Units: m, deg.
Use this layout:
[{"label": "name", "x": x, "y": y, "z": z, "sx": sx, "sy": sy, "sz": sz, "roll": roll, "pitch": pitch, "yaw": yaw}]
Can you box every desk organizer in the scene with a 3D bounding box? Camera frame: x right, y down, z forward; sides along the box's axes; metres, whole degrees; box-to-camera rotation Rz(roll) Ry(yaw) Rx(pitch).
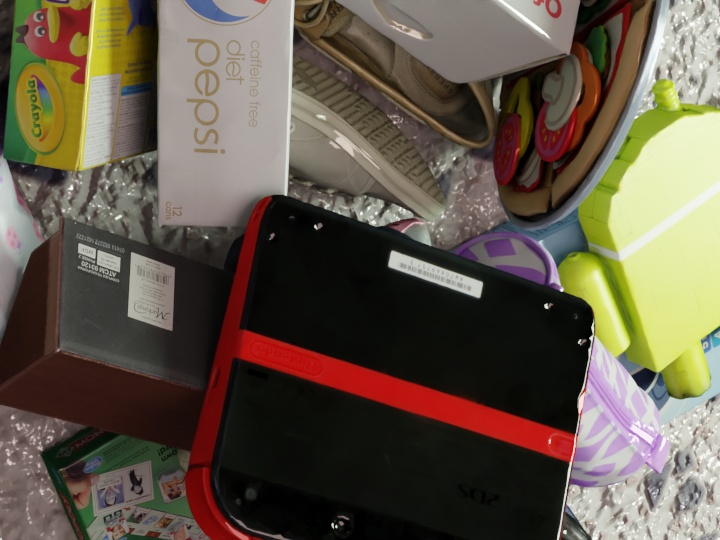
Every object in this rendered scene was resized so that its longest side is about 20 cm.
[{"label": "desk organizer", "x": -0.089, "y": 0.046, "z": 0.942, "sx": 0.199, "sy": 0.077, "sz": 0.072, "roll": 19, "pitch": 56, "yaw": -36}]

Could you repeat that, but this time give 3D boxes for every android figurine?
[{"label": "android figurine", "x": 0.202, "y": -0.022, "z": 1.156, "sx": 0.182, "sy": 0.041, "sz": 0.201, "roll": -35, "pitch": 119, "yaw": -19}]

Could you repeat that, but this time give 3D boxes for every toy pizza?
[{"label": "toy pizza", "x": 0.114, "y": -0.122, "z": 1.035, "sx": 0.032, "sy": 0.200, "sz": 0.201, "roll": 16, "pitch": 95, "yaw": -16}]

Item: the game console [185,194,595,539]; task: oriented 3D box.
[{"label": "game console", "x": 0.020, "y": 0.072, "z": 0.920, "sx": 0.199, "sy": 0.031, "sz": 0.178, "roll": 19, "pitch": 68, "yaw": -19}]

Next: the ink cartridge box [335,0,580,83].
[{"label": "ink cartridge box", "x": 0.056, "y": -0.224, "z": 0.988, "sx": 0.145, "sy": 0.087, "sz": 0.201, "roll": 30, "pitch": 65, "yaw": -35}]

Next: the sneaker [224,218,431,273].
[{"label": "sneaker", "x": 0.000, "y": 0.000, "z": 1.043, "sx": 0.200, "sy": 0.070, "sz": 0.082, "roll": 29, "pitch": 71, "yaw": -49}]

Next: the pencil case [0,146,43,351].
[{"label": "pencil case", "x": -0.213, "y": -0.050, "z": 0.907, "sx": 0.083, "sy": 0.091, "sz": 0.201, "roll": -29, "pitch": 119, "yaw": -19}]

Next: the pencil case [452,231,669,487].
[{"label": "pencil case", "x": 0.112, "y": 0.055, "z": 1.070, "sx": 0.200, "sy": 0.085, "sz": 0.084, "roll": 48, "pitch": 55, "yaw": -49}]

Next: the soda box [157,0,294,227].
[{"label": "soda box", "x": -0.068, "y": -0.124, "z": 0.915, "sx": 0.068, "sy": 0.064, "sz": 0.201, "roll": 1, "pitch": 114, "yaw": -4}]

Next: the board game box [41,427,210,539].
[{"label": "board game box", "x": -0.075, "y": 0.118, "z": 1.083, "sx": 0.200, "sy": 0.029, "sz": 0.135, "roll": -29, "pitch": 119, "yaw": -23}]

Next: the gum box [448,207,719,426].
[{"label": "gum box", "x": 0.160, "y": 0.030, "z": 1.196, "sx": 0.199, "sy": 0.045, "sz": 0.171, "roll": -25, "pitch": 116, "yaw": -24}]

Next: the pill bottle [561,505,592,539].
[{"label": "pill bottle", "x": 0.080, "y": 0.175, "z": 1.048, "sx": 0.111, "sy": 0.200, "sz": 0.112, "roll": 0, "pitch": 97, "yaw": -4}]

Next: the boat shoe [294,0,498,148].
[{"label": "boat shoe", "x": 0.008, "y": -0.141, "z": 1.026, "sx": 0.073, "sy": 0.063, "sz": 0.201, "roll": -38, "pitch": 129, "yaw": 13}]

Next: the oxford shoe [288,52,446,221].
[{"label": "oxford shoe", "x": -0.029, "y": -0.077, "z": 1.036, "sx": 0.200, "sy": 0.075, "sz": 0.058, "roll": 28, "pitch": 115, "yaw": -39}]

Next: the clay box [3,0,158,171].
[{"label": "clay box", "x": -0.128, "y": -0.157, "z": 0.921, "sx": 0.115, "sy": 0.047, "sz": 0.201, "roll": -30, "pitch": 127, "yaw": -71}]

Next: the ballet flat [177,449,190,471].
[{"label": "ballet flat", "x": -0.039, "y": 0.157, "z": 1.073, "sx": 0.062, "sy": 0.068, "sz": 0.200, "roll": -30, "pitch": 117, "yaw": 8}]
